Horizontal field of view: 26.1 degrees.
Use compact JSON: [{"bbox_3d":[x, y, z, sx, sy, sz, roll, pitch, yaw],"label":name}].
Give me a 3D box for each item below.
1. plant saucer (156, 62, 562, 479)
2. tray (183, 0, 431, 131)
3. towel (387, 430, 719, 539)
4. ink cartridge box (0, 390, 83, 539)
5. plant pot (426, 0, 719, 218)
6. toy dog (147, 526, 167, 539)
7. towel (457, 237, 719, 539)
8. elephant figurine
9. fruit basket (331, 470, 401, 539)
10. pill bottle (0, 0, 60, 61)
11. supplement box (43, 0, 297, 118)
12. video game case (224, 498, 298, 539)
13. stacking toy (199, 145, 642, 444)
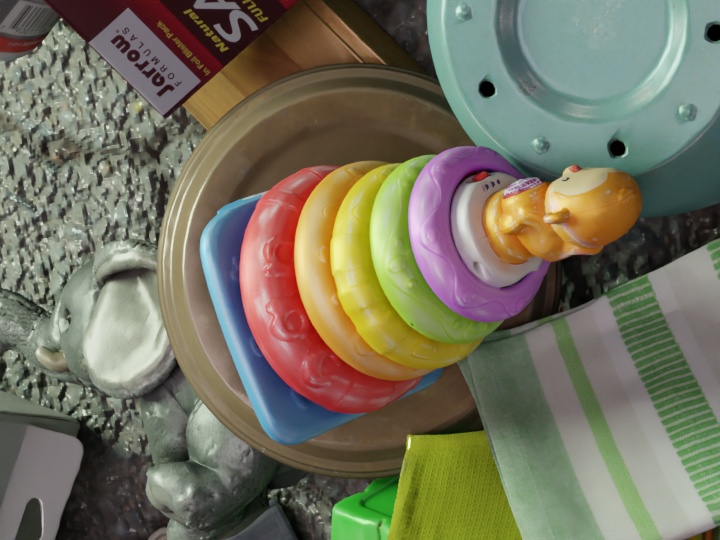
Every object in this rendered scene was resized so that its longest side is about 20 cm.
[{"bbox_3d":[0.000,0.000,0.743,0.198,0.029,0.203,0,90,-1],"label":"plant saucer"},{"bbox_3d":[-0.023,-0.087,0.806,0.200,0.037,0.099,45,117,9],"label":"tray"},{"bbox_3d":[0.106,0.091,0.663,0.198,0.086,0.018,-10,124,21],"label":"towel"},{"bbox_3d":[-0.271,0.121,0.903,0.198,0.125,0.130,16,87,20],"label":"ink cartridge box"},{"bbox_3d":[0.118,-0.114,0.665,0.198,0.161,0.203,6,106,23],"label":"plant pot"},{"bbox_3d":[-0.154,0.248,0.919,0.199,0.096,0.133,-28,91,28],"label":"toy dog"},{"bbox_3d":[0.148,0.043,0.663,0.198,0.153,0.024,-22,127,3],"label":"towel"},{"bbox_3d":[-0.104,0.037,0.824,0.155,0.142,0.201,-34,77,-17],"label":"elephant figurine"},{"bbox_3d":[0.095,0.194,0.747,0.215,0.155,0.217,32,136,38],"label":"fruit basket"},{"bbox_3d":[-0.161,-0.214,0.791,0.116,0.116,0.200,48,117,6],"label":"pill bottle"},{"bbox_3d":[-0.058,-0.181,0.727,0.200,0.061,0.109,-41,121,10],"label":"supplement box"},{"bbox_3d":[-0.062,0.252,0.870,0.201,0.142,0.019,63,162,-2],"label":"video game case"},{"bbox_3d":[0.034,-0.007,0.625,0.199,0.115,0.111,-20,89,50],"label":"stacking toy"}]
